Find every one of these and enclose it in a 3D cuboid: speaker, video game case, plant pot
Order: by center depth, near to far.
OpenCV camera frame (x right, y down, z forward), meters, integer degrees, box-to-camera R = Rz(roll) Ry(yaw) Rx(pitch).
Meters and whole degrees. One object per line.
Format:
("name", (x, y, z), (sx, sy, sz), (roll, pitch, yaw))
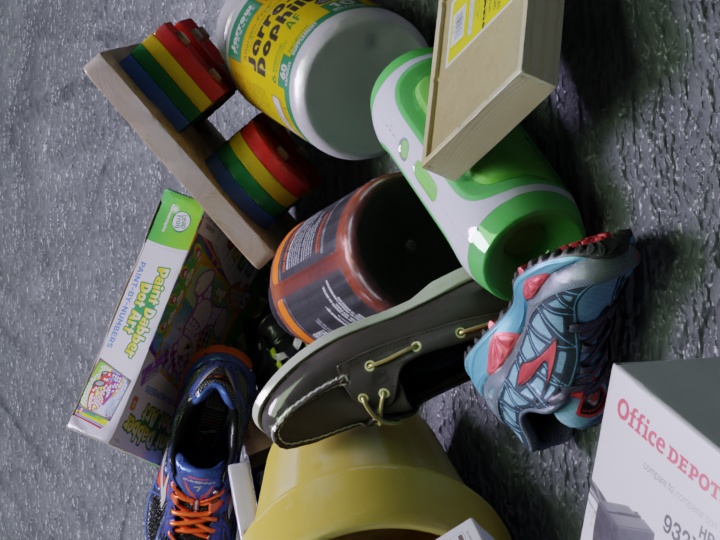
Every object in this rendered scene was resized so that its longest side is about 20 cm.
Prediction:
("speaker", (0.075, -0.067, 1.589), (0.200, 0.088, 0.089), (-121, 38, -47))
("plant pot", (0.004, 0.192, 1.654), (0.189, 0.200, 0.201), (-103, 23, -57))
("video game case", (-0.070, 0.258, 1.758), (0.143, 0.018, 0.200), (88, 172, -64))

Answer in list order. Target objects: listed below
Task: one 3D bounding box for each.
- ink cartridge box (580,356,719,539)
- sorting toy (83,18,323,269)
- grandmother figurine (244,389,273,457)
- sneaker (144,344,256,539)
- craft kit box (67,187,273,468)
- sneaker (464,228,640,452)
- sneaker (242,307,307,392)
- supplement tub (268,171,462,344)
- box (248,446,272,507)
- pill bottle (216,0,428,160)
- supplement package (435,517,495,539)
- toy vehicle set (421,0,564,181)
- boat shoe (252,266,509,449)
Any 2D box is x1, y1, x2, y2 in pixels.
("ink cartridge box", (0.193, 0.167, 1.351), (0.145, 0.084, 0.201), (-137, 51, -58))
("sorting toy", (-0.108, -0.109, 1.861), (0.199, 0.070, 0.200), (49, -172, -3))
("grandmother figurine", (-0.045, 0.180, 1.906), (0.121, 0.060, 0.200), (85, 161, -47))
("sneaker", (-0.126, 0.159, 1.828), (0.078, 0.075, 0.201), (-80, -4, -82))
("craft kit box", (-0.139, 0.057, 1.888), (0.048, 0.200, 0.198), (22, 84, 22))
("sneaker", (0.137, 0.048, 1.500), (0.096, 0.079, 0.200), (63, 154, 20))
("sneaker", (-0.055, 0.075, 1.841), (0.083, 0.072, 0.200), (60, 170, -16))
("supplement tub", (0.000, 0.000, 1.730), (0.200, 0.107, 0.107), (154, 112, -64))
("box", (-0.015, 0.216, 1.803), (0.121, 0.032, 0.200), (-24, 68, 31))
("pill bottle", (-0.034, -0.159, 1.788), (0.200, 0.113, 0.113), (-143, 55, -60))
("supplement package", (0.090, 0.284, 1.466), (0.156, 0.111, 0.200), (48, -167, -48))
("toy vehicle set", (0.088, -0.171, 1.530), (0.124, 0.026, 0.200), (-42, 34, 51))
("boat shoe", (0.023, 0.066, 1.608), (0.061, 0.201, 0.072), (60, -179, 38))
